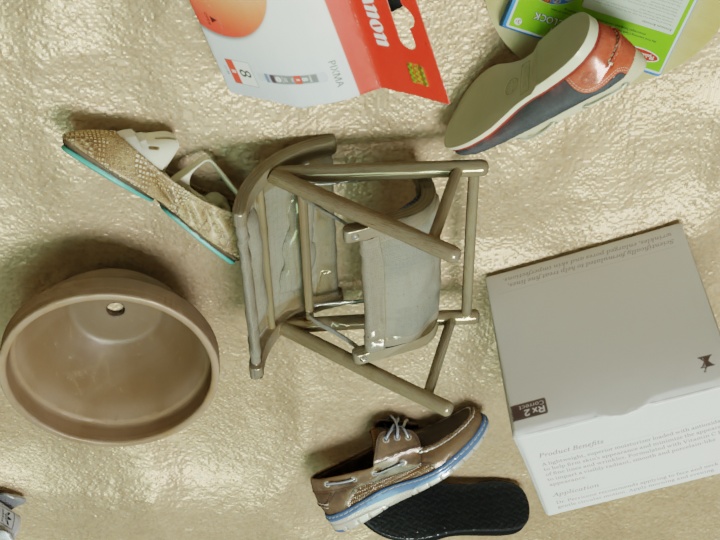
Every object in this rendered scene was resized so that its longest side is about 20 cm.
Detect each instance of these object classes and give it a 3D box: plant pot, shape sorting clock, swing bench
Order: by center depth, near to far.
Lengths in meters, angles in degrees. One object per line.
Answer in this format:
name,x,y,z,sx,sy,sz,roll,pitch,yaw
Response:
shape sorting clock,0.195,-0.231,1.121,0.198,0.039,0.201,2,127,3
swing bench,0.000,0.000,1.254,0.199,0.130,0.200,11,135,12
plant pot,-0.229,0.064,1.321,0.199,0.093,0.202,-3,133,-4

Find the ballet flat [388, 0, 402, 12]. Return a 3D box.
ballet flat,-0.017,-0.261,1.046,0.073,0.073,0.200,-17,135,11

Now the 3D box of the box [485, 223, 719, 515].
box,0.234,0.090,1.317,0.198,0.201,0.131,-15,135,10

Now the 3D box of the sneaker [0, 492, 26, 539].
sneaker,-0.391,0.230,1.477,0.114,0.075,0.200,23,132,-25

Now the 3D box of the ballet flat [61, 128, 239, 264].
ballet flat,-0.162,-0.080,1.225,0.200,0.070,0.065,34,95,-34

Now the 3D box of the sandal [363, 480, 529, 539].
sandal,0.084,0.264,1.556,0.199,0.076,0.048,6,150,-11

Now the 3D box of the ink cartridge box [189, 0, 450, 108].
ink cartridge box,-0.042,-0.187,1.059,0.199,0.050,0.163,20,147,37

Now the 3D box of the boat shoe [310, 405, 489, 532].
boat shoe,0.038,0.192,1.475,0.199,0.072,0.073,-34,104,4

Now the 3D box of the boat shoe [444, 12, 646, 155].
boat shoe,0.142,-0.139,1.153,0.062,0.072,0.200,23,148,-26
